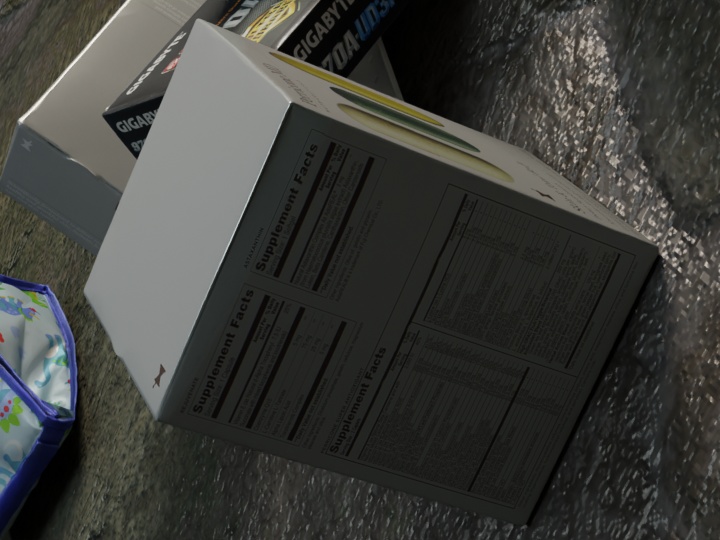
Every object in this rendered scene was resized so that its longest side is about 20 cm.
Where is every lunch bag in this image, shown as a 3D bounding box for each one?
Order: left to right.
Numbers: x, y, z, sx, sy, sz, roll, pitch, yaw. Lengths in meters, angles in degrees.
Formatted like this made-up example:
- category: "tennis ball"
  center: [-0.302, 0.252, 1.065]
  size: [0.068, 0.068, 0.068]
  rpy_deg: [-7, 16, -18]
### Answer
- category: "lunch bag"
  center: [-0.308, 0.121, 1.472]
  size: [0.171, 0.127, 0.200]
  rpy_deg: [-57, 42, 22]

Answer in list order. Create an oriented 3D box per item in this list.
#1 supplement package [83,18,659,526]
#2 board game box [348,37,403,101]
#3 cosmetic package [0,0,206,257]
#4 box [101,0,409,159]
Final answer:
- category: "supplement package"
  center: [0.000, 0.000, 0.856]
  size: [0.152, 0.199, 0.152]
  rpy_deg: [-65, 28, 12]
- category: "board game box"
  center: [-0.028, -0.060, 1.147]
  size: [0.201, 0.026, 0.201]
  rpy_deg: [-56, 29, 28]
- category: "cosmetic package"
  center: [-0.143, -0.109, 1.216]
  size: [0.200, 0.106, 0.090]
  rpy_deg: [-54, 0, -34]
- category: "box"
  center: [-0.042, -0.151, 1.077]
  size: [0.158, 0.046, 0.200]
  rpy_deg: [-11, 34, 46]
